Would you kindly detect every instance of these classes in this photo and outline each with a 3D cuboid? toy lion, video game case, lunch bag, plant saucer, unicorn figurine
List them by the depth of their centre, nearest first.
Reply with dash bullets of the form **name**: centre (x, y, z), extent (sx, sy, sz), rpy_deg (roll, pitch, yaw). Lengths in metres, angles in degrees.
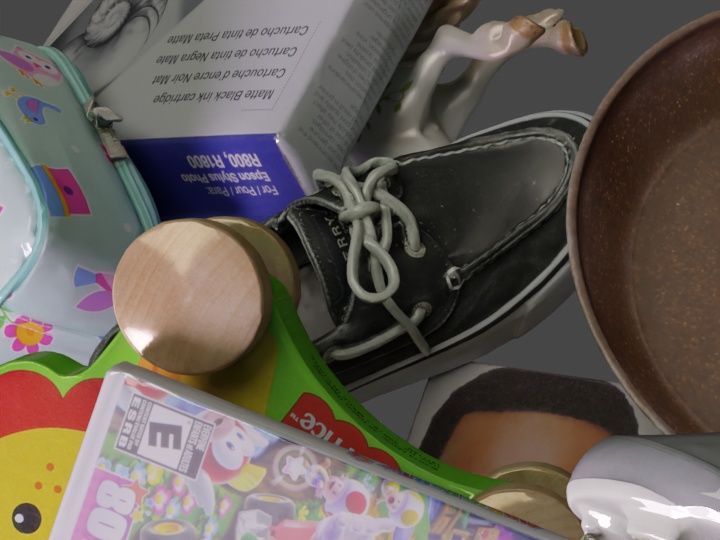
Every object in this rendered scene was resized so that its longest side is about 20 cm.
- **video game case**: centre (-0.003, 0.128, 0.649), extent (0.199, 0.018, 0.144), rpy_deg (21, 97, 7)
- **toy lion**: centre (-0.052, 0.094, 0.697), extent (0.200, 0.069, 0.192), rpy_deg (38, 98, 4)
- **plant saucer**: centre (0.162, 0.001, 0.737), extent (0.199, 0.037, 0.202), rpy_deg (3, 60, -5)
- **unicorn figurine**: centre (0.027, -0.022, 0.850), extent (0.137, 0.074, 0.201), rpy_deg (-26, 39, 24)
- **lunch bag**: centre (-0.159, 0.009, 0.877), extent (0.200, 0.077, 0.161), rpy_deg (-54, 43, 23)

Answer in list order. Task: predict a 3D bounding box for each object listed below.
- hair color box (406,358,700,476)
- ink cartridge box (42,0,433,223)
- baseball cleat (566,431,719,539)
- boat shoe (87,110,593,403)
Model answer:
- **hair color box**: centre (0.046, 0.135, 0.741), extent (0.101, 0.061, 0.201), rpy_deg (6, 63, 31)
- **ink cartridge box**: centre (-0.067, -0.075, 0.901), extent (0.199, 0.041, 0.201), rpy_deg (-1, 55, 47)
- **baseball cleat**: centre (0.158, 0.053, 0.594), extent (0.199, 0.070, 0.107), rpy_deg (13, 71, 17)
- **boat shoe**: centre (-0.001, -0.002, 0.761), extent (0.198, 0.068, 0.074), rpy_deg (-25, 61, 1)
